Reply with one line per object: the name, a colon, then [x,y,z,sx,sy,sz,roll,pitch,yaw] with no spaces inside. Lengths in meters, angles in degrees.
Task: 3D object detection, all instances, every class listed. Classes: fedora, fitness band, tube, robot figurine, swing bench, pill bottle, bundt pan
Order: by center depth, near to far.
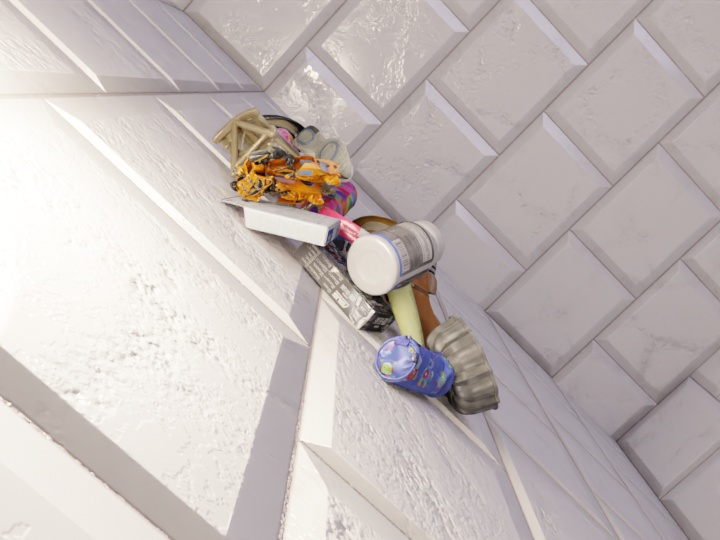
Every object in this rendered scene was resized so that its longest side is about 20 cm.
robot figurine: [-0.143,-0.171,1.421,0.199,0.145,0.059,0,61,-33]
pill bottle: [0.073,-0.031,1.452,0.114,0.114,0.199,47,35,15]
bundt pan: [0.188,0.192,1.471,0.202,0.075,0.203,158,-90,-80]
tube: [0.100,0.123,1.485,0.058,0.052,0.202,-30,107,-43]
swing bench: [-0.184,-0.221,1.588,0.199,0.130,0.200,42,9,-37]
fitness band: [-0.006,-0.069,1.609,0.199,0.038,0.144,34,-1,4]
fedora: [-0.214,-0.292,1.837,0.200,0.199,0.092,31,51,-57]
fedora: [0.046,-0.048,1.930,0.200,0.200,0.082,42,47,-21]

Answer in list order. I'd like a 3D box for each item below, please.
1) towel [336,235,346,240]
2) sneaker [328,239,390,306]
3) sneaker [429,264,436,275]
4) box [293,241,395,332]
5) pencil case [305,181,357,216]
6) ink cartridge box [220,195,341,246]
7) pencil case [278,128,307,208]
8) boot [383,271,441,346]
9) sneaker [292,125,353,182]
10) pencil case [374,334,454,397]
towel: [-0.054,-0.074,1.809,0.111,0.049,0.200,39,11,-32]
sneaker: [0.000,0.000,1.657,0.198,0.080,0.130,34,3,-15]
sneaker: [0.089,-0.027,1.715,0.115,0.076,0.200,7,-19,28]
box: [-0.026,0.030,1.473,0.200,0.050,0.158,48,10,17]
pencil case: [-0.064,-0.161,1.799,0.088,0.088,0.200,45,20,-3]
ink cartridge box: [-0.144,-0.094,1.405,0.198,0.044,0.196,13,9,4]
pencil case: [-0.165,-0.233,1.764,0.088,0.087,0.201,53,-6,42]
boot: [0.107,0.081,1.577,0.076,0.202,0.155,-1,-13,34]
sneaker: [-0.064,-0.235,1.587,0.087,0.074,0.200,49,0,-44]
pencil case: [0.098,0.167,1.324,0.078,0.087,0.200,25,-4,32]
